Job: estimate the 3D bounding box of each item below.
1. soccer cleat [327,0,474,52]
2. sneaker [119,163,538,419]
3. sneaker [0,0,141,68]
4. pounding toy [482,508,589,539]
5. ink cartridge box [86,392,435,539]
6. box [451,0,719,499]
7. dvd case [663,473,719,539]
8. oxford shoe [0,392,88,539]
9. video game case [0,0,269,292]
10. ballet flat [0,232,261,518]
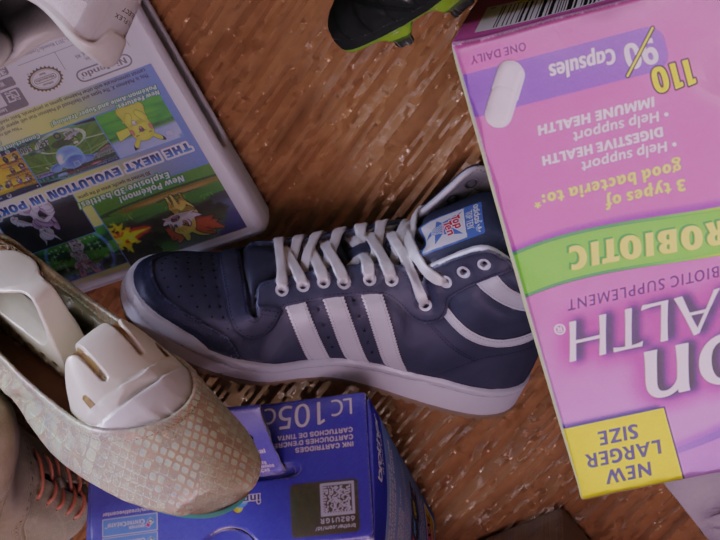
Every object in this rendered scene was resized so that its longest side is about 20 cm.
[{"bbox_3d":[0.048,-0.168,0.818,0.081,0.068,0.200,42,114,-15],"label":"soccer cleat"},{"bbox_3d":[0.000,0.000,0.935,0.200,0.070,0.109,12,132,-19],"label":"sneaker"},{"bbox_3d":[-0.173,-0.119,0.824,0.200,0.087,0.075,8,171,24],"label":"sneaker"},{"bbox_3d":[0.094,0.272,1.072,0.142,0.184,0.200,-26,122,23],"label":"pounding toy"},{"bbox_3d":[-0.045,0.122,0.989,0.136,0.076,0.200,-7,155,9],"label":"ink cartridge box"},{"bbox_3d":[0.151,-0.030,0.846,0.176,0.097,0.200,-13,106,14],"label":"box"},{"bbox_3d":[0.202,0.062,0.963,0.149,0.016,0.200,-29,122,19],"label":"dvd case"},{"bbox_3d":[-0.165,0.096,1.002,0.074,0.071,0.200,5,164,-8],"label":"oxford shoe"},{"bbox_3d":[-0.169,-0.060,0.942,0.200,0.022,0.182,-18,124,17],"label":"video game case"},{"bbox_3d":[-0.124,0.040,0.900,0.200,0.067,0.062,29,145,36],"label":"ballet flat"}]
